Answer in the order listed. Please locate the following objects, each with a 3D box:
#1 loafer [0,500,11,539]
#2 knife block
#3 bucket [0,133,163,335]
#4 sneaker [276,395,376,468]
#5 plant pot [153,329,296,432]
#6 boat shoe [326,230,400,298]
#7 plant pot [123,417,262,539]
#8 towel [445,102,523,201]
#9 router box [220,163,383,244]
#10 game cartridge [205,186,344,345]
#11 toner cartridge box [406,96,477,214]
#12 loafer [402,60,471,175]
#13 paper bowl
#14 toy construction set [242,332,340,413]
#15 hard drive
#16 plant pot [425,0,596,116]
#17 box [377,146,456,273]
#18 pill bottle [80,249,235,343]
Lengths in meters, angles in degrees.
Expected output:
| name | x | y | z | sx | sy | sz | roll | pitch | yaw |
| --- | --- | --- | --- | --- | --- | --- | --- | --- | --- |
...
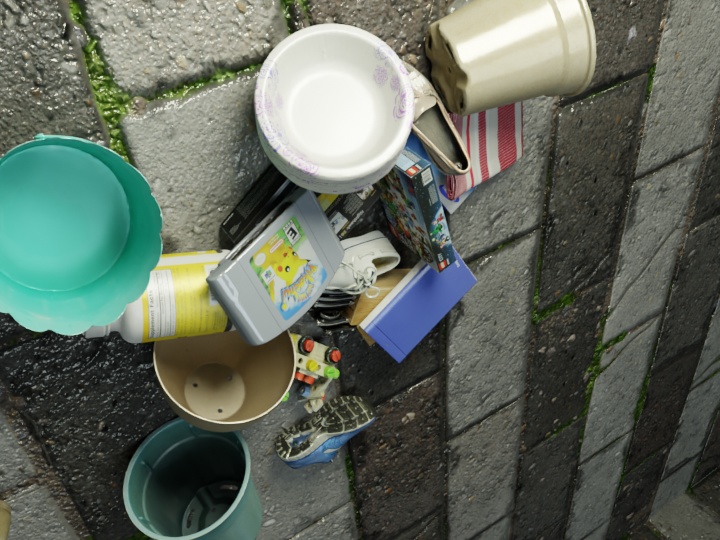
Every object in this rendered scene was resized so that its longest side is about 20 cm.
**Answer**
| name | x | y | z | sx | sy | sz | roll | pitch | yaw |
| --- | --- | --- | --- | --- | --- | --- | --- | --- | --- |
| loafer | -0.583 | 0.400 | 0.998 | 0.199 | 0.067 | 0.077 | -36 | 136 | -12 |
| knife block | 0.006 | 0.033 | 1.190 | 0.199 | 0.064 | 0.176 | -39 | 137 | -8 |
| bucket | -0.325 | -0.046 | 0.784 | 0.204 | 0.134 | 0.211 | -8 | 106 | -27 |
| sneaker | -0.060 | 0.306 | 1.342 | 0.198 | 0.079 | 0.090 | -25 | 141 | -10 |
| plant pot | -0.203 | 0.151 | 1.043 | 0.198 | 0.202 | 0.135 | -16 | 154 | -28 |
| boat shoe | -0.002 | 0.003 | 1.101 | 0.201 | 0.086 | 0.075 | -22 | 151 | -53 |
| plant pot | -0.252 | 0.370 | 1.158 | 0.199 | 0.200 | 0.197 | -30 | 143 | -16 |
| towel | 0.203 | -0.213 | 1.145 | 0.199 | 0.023 | 0.146 | -31 | 127 | -36 |
| router box | -0.081 | -0.091 | 1.039 | 0.200 | 0.052 | 0.157 | -48 | 138 | 2 |
| game cartridge | -0.103 | -0.003 | 0.956 | 0.200 | 0.040 | 0.134 | -49 | 129 | -30 |
| toner cartridge box | 0.123 | -0.184 | 1.136 | 0.095 | 0.043 | 0.200 | -47 | 137 | 1 |
| loafer | 0.096 | -0.219 | 1.019 | 0.072 | 0.063 | 0.200 | -40 | 109 | 0 |
| paper bowl | -0.034 | -0.197 | 0.911 | 0.200 | 0.202 | 0.104 | -36 | 173 | -10 |
| toy construction set | -0.103 | 0.176 | 1.190 | 0.199 | 0.091 | 0.133 | 33 | 74 | -54 |
| hard drive | 0.102 | 0.054 | 1.216 | 0.200 | 0.025 | 0.132 | -46 | 137 | -1 |
| plant pot | 0.198 | -0.313 | 1.014 | 0.181 | 0.201 | 0.202 | -23 | 133 | -7 |
| box | 0.073 | -0.104 | 1.088 | 0.037 | 0.136 | 0.201 | -35 | 136 | -13 |
| pill bottle | -0.262 | 0.035 | 0.942 | 0.197 | 0.112 | 0.113 | -5 | 124 | -24 |
